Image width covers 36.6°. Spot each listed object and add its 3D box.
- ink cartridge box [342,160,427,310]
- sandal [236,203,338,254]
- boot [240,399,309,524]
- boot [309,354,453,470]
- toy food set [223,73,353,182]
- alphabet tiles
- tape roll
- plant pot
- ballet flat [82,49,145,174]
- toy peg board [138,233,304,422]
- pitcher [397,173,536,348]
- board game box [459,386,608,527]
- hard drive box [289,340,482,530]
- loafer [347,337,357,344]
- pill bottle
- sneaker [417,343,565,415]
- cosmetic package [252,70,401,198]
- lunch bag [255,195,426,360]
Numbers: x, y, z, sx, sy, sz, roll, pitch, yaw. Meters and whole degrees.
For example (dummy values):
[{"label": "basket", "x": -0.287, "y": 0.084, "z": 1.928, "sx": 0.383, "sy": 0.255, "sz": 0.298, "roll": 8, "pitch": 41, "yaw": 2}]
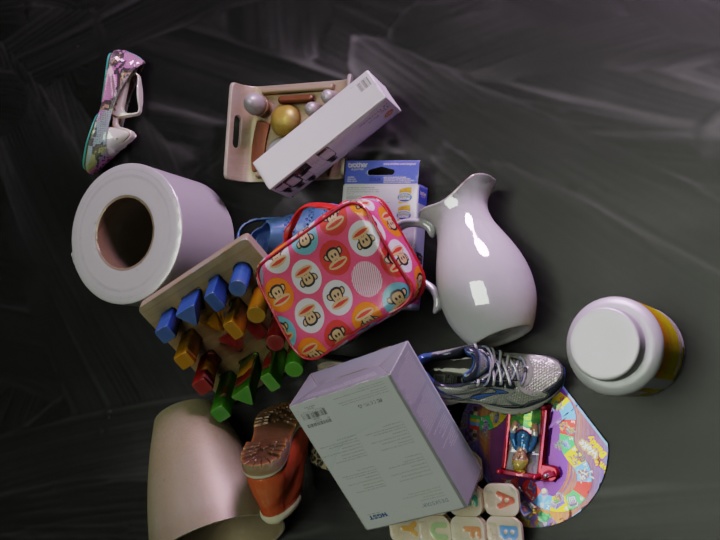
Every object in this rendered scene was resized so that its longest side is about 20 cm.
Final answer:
[{"label": "ink cartridge box", "x": 0.029, "y": -0.048, "z": 1.487, "sx": 0.118, "sy": 0.042, "sz": 0.203, "roll": 2, "pitch": 87, "yaw": 28}, {"label": "sandal", "x": -0.096, "y": -0.047, "z": 1.503, "sx": 0.198, "sy": 0.087, "sz": 0.081, "roll": -16, "pitch": 72, "yaw": 37}, {"label": "boot", "x": -0.103, "y": 0.250, "z": 1.457, "sx": 0.074, "sy": 0.200, "sz": 0.108, "roll": -6, "pitch": 112, "yaw": 18}, {"label": "boot", "x": 0.023, "y": 0.202, "z": 1.443, "sx": 0.198, "sy": 0.073, "sz": 0.153, "roll": 12, "pitch": 95, "yaw": 18}, {"label": "toy food set", "x": -0.103, "y": -0.204, "z": 1.559, "sx": 0.198, "sy": 0.060, "sz": 0.145, "roll": 1, "pitch": 84, "yaw": 26}, {"label": "alphabet tiles", "x": 0.117, "y": 0.332, "z": 1.389, "sx": 0.194, "sy": 0.015, "sz": 0.203, "roll": -5, "pitch": 90, "yaw": 33}, {"label": "tape roll", "x": -0.304, "y": -0.045, "z": 1.598, "sx": 0.200, "sy": 0.139, "sz": 0.206, "roll": -3, "pitch": 82, "yaw": 25}, {"label": "plant pot", "x": -0.221, "y": 0.289, "z": 1.509, "sx": 0.186, "sy": 0.187, "sz": 0.202, "roll": -33, "pitch": 58, "yaw": 19}, {"label": "ballet flat", "x": -0.381, "y": -0.244, "z": 1.707, "sx": 0.070, "sy": 0.069, "sz": 0.202, "roll": 14, "pitch": 90, "yaw": 8}, {"label": "toy peg board", "x": -0.173, "y": 0.092, "z": 1.479, "sx": 0.199, "sy": 0.098, "sz": 0.200, "roll": -31, "pitch": 114, "yaw": 19}, {"label": "pitcher", "x": 0.127, "y": 0.002, "z": 1.387, "sx": 0.170, "sy": 0.121, "sz": 0.202, "roll": -25, "pitch": 70, "yaw": 20}, {"label": "board game box", "x": 0.210, "y": 0.219, "z": 1.363, "sx": 0.158, "sy": 0.039, "sz": 0.201, "roll": -43, "pitch": 68, "yaw": 16}, {"label": "hard drive box", "x": 0.032, "y": 0.206, "z": 1.333, "sx": 0.155, "sy": 0.077, "sz": 0.201, "roll": -20, "pitch": 109, "yaw": 30}, {"label": "loafer", "x": 0.000, "y": 0.000, "z": 1.448, "sx": 0.071, "sy": 0.063, "sz": 0.202, "roll": 16, "pitch": 109, "yaw": 7}, {"label": "pill bottle", "x": 0.301, "y": 0.089, "z": 1.244, "sx": 0.108, "sy": 0.200, "sz": 0.111, "roll": -3, "pitch": 82, "yaw": 25}, {"label": "sneaker", "x": 0.154, "y": 0.130, "z": 1.337, "sx": 0.197, "sy": 0.085, "sz": 0.078, "roll": -4, "pitch": 63, "yaw": 5}, {"label": "cosmetic package", "x": -0.044, "y": -0.180, "z": 1.472, "sx": 0.199, "sy": 0.082, "sz": 0.051, "roll": -37, "pitch": 77, "yaw": 11}, {"label": "lunch bag", "x": -0.034, "y": -0.001, "z": 1.377, "sx": 0.199, "sy": 0.082, "sz": 0.177, "roll": -30, "pitch": 89, "yaw": 26}]
